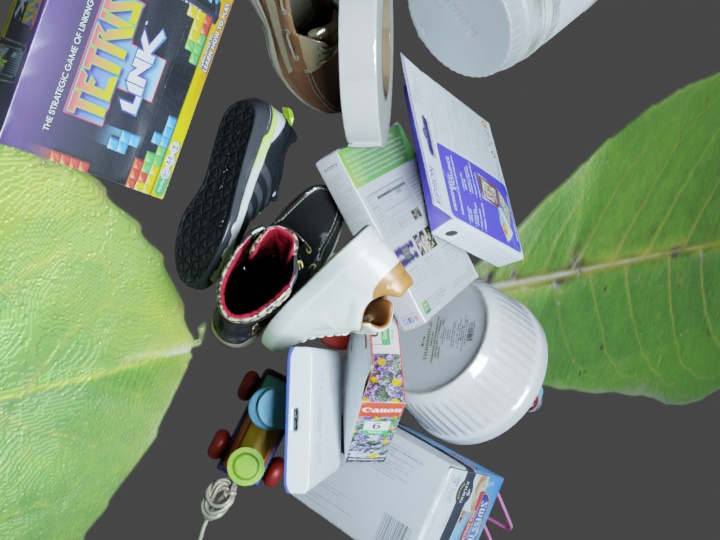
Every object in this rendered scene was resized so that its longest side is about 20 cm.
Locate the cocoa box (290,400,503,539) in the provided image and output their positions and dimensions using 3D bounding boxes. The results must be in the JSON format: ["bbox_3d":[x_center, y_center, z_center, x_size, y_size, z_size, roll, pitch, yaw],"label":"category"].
[{"bbox_3d":[0.043,0.260,1.122,0.131,0.199,0.134,27,87,-49],"label":"cocoa box"}]

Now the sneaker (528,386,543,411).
[{"bbox_3d":[0.215,0.156,1.288,0.079,0.095,0.200,-50,174,25],"label":"sneaker"}]

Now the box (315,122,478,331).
[{"bbox_3d":[0.044,-0.052,1.010,0.144,0.036,0.201,-33,98,-54],"label":"box"}]

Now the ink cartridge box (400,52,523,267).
[{"bbox_3d":[0.103,-0.120,1.063,0.200,0.043,0.199,25,48,-49],"label":"ink cartridge box"}]

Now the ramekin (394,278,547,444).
[{"bbox_3d":[0.119,0.101,1.148,0.105,0.200,0.201,39,77,-38],"label":"ramekin"}]

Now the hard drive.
[{"bbox_3d":[-0.045,0.146,0.949,0.200,0.025,0.133,41,50,-81],"label":"hard drive"}]

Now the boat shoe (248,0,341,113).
[{"bbox_3d":[-0.050,-0.231,0.911,0.076,0.072,0.200,-51,136,-19],"label":"boat shoe"}]

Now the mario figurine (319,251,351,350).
[{"bbox_3d":[0.000,0.000,1.081,0.123,0.106,0.201,35,65,-12],"label":"mario figurine"}]

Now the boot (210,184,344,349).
[{"bbox_3d":[-0.078,-0.015,0.919,0.200,0.073,0.151,-50,179,-12],"label":"boot"}]

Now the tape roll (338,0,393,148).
[{"bbox_3d":[0.008,-0.221,0.917,0.203,0.037,0.204,1,90,-84],"label":"tape roll"}]

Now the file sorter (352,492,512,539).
[{"bbox_3d":[0.102,0.376,1.292,0.200,0.125,0.139,-46,134,-24],"label":"file sorter"}]

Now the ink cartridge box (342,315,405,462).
[{"bbox_3d":[0.016,0.109,0.981,0.050,0.109,0.201,3,142,-9],"label":"ink cartridge box"}]

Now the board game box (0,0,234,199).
[{"bbox_3d":[-0.207,-0.179,0.776,0.165,0.057,0.201,17,93,-50],"label":"board game box"}]

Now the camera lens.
[{"bbox_3d":[0.169,-0.327,1.040,0.200,0.159,0.161,-41,132,-29],"label":"camera lens"}]

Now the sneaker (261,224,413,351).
[{"bbox_3d":[-0.025,0.043,0.885,0.085,0.200,0.073,46,47,-2],"label":"sneaker"}]

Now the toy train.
[{"bbox_3d":[-0.120,0.203,0.971,0.201,0.084,0.116,-63,-176,-6],"label":"toy train"}]

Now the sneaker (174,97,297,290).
[{"bbox_3d":[-0.110,-0.070,0.914,0.083,0.071,0.201,23,89,-50],"label":"sneaker"}]
